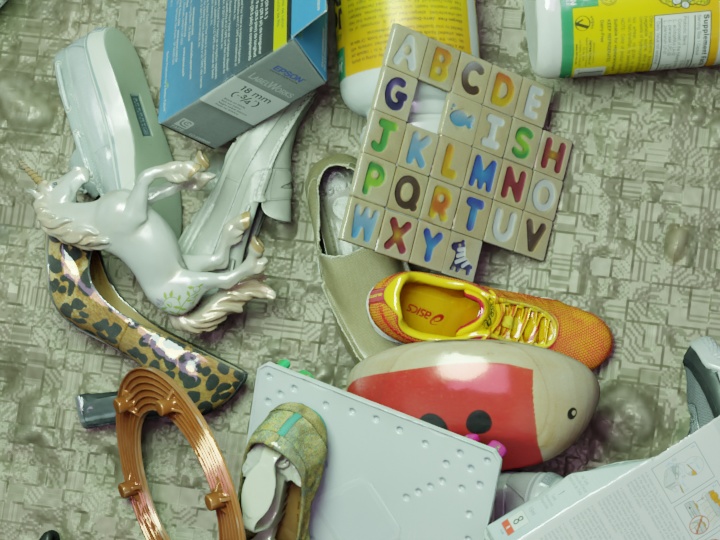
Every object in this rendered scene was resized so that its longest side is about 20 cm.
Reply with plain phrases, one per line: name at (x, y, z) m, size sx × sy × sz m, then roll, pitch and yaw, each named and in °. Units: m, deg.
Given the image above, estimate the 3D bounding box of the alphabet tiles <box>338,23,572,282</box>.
alphabet tiles at (0.080, -0.079, 1.606) m, size 0.008 × 0.200 × 0.167 m, roll 8°, pitch 82°, yaw 53°

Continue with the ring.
ring at (-0.143, 0.170, 1.595) m, size 0.019 × 0.200 × 0.201 m, roll -18°, pitch 78°, yaw -27°

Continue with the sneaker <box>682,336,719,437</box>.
sneaker at (0.248, 0.156, 1.587) m, size 0.114 × 0.075 × 0.200 m, roll -14°, pitch 83°, yaw 4°

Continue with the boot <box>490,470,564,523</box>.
boot at (0.111, 0.251, 1.608) m, size 0.095 × 0.074 × 0.200 m, roll 2°, pitch 89°, yaw 32°

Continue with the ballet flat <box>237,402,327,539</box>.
ballet flat at (-0.070, 0.191, 1.570) m, size 0.071 × 0.071 × 0.200 m, roll 18°, pitch 120°, yaw 10°

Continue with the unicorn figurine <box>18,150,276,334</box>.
unicorn figurine at (-0.163, -0.032, 1.611) m, size 0.137 × 0.074 × 0.200 m, roll -32°, pitch 94°, yaw 11°

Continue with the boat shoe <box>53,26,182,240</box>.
boat shoe at (-0.201, -0.094, 1.700) m, size 0.071 × 0.070 × 0.201 m, roll -19°, pitch 81°, yaw 26°

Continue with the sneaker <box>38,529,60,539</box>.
sneaker at (-0.179, 0.264, 1.640) m, size 0.200 × 0.071 × 0.080 m, roll 18°, pitch 90°, yaw 12°

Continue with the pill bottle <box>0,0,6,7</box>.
pill bottle at (-0.289, -0.305, 1.710) m, size 0.114 × 0.114 × 0.200 m, roll 42°, pitch 90°, yaw 11°

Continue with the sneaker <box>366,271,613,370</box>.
sneaker at (0.104, 0.047, 1.603) m, size 0.200 × 0.077 × 0.073 m, roll 9°, pitch 82°, yaw -17°

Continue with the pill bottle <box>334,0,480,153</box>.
pill bottle at (0.037, -0.183, 1.646) m, size 0.113 × 0.113 × 0.200 m, roll -5°, pitch 82°, yaw 8°

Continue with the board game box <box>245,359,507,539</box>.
board game box at (0.003, 0.182, 1.582) m, size 0.200 × 0.026 × 0.200 m, roll 20°, pitch 120°, yaw 20°

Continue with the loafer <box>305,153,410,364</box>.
loafer at (0.000, 0.000, 1.650) m, size 0.076 × 0.067 × 0.200 m, roll -24°, pitch 80°, yaw 5°

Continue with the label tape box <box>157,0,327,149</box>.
label tape box at (-0.069, -0.200, 1.616) m, size 0.200 × 0.063 × 0.144 m, roll -27°, pitch 50°, yaw 40°

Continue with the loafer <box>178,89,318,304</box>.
loafer at (-0.082, -0.061, 1.674) m, size 0.070 × 0.070 × 0.200 m, roll 29°, pitch 95°, yaw 6°

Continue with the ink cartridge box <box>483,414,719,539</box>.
ink cartridge box at (0.212, 0.204, 1.531) m, size 0.200 × 0.050 × 0.162 m, roll -33°, pitch 112°, yaw -2°

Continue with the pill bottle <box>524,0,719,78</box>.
pill bottle at (0.230, -0.211, 1.608) m, size 0.200 × 0.113 × 0.113 m, roll -4°, pitch 82°, yaw 0°

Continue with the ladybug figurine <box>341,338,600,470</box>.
ladybug figurine at (0.081, 0.107, 1.586) m, size 0.200 × 0.136 × 0.072 m, roll -2°, pitch 58°, yaw 15°

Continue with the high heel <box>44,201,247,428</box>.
high heel at (-0.171, 0.022, 1.667) m, size 0.142 × 0.071 × 0.200 m, roll -10°, pitch 97°, yaw 13°
